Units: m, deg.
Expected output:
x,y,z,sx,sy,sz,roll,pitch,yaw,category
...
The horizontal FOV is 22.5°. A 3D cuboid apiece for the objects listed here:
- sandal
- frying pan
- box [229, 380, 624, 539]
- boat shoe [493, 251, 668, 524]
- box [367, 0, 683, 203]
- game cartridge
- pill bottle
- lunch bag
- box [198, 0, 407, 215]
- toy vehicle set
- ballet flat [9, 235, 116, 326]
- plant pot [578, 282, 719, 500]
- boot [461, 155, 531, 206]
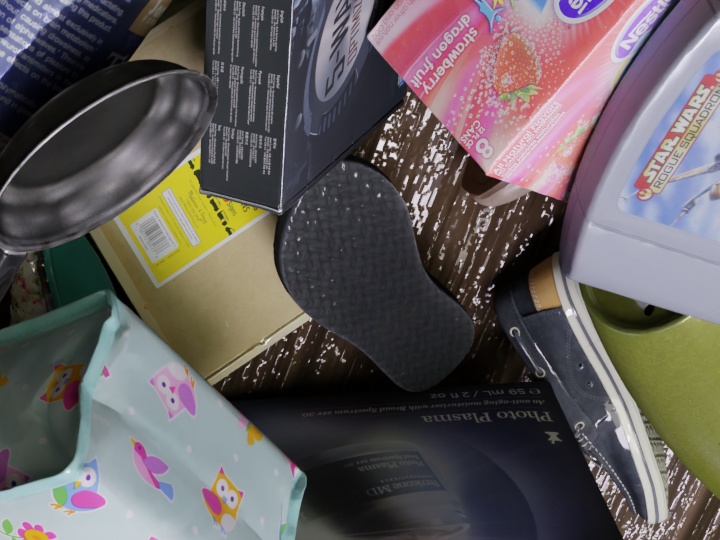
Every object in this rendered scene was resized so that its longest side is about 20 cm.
x,y,z,sx,sy,sz,roll,pitch,yaw,category
-0.001,0.001,0.955,0.075,0.048,0.201,-40,143,-5,sandal
-0.128,-0.028,0.791,0.114,0.031,0.190,-23,160,-43,frying pan
0.030,0.164,0.966,0.198,0.199,0.124,-4,121,-10,box
0.137,0.075,1.084,0.062,0.075,0.201,-19,123,17,boat shoe
0.114,-0.141,0.840,0.200,0.103,0.094,-48,153,18,box
0.178,-0.059,0.826,0.132,0.042,0.201,13,128,-21,game cartridge
-0.143,-0.129,0.791,0.111,0.111,0.201,32,99,-37,pill bottle
-0.150,0.116,0.855,0.199,0.123,0.170,-19,134,29,lunch bag
-0.018,-0.149,0.834,0.160,0.043,0.202,-45,145,-58,box
-0.081,-0.041,0.928,0.124,0.027,0.201,-33,127,-9,toy vehicle set
-0.140,0.057,0.930,0.063,0.076,0.201,-15,124,20,ballet flat
0.210,0.027,1.010,0.199,0.187,0.188,30,100,-44,plant pot
0.163,-0.083,1.014,0.200,0.070,0.146,-48,130,3,boot
